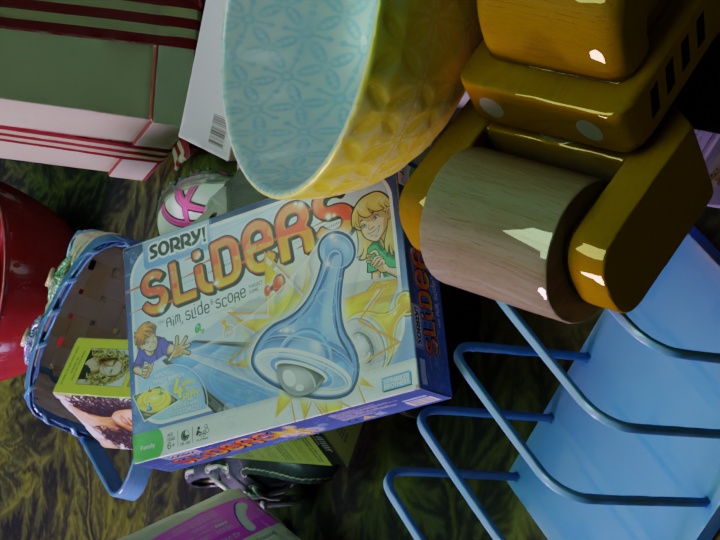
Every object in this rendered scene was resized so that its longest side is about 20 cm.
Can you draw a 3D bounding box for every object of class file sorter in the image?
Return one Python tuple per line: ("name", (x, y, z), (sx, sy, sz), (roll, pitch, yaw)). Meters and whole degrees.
("file sorter", (0.119, 0.081, 0.921), (0.139, 0.123, 0.200), (55, 127, 44))

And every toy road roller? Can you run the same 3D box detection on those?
("toy road roller", (0.099, -0.090, 0.821), (0.123, 0.146, 0.200), (18, 63, 39))

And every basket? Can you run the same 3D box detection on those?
("basket", (-0.176, 0.062, 1.300), (0.200, 0.139, 0.177), (30, 99, 57))

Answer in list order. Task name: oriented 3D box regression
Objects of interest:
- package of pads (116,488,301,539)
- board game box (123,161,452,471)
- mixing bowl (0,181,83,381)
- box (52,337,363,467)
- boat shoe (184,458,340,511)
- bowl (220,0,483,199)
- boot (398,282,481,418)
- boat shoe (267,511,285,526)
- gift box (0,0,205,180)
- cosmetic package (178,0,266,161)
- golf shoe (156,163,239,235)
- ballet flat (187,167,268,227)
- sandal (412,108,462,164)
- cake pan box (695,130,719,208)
("package of pads", (-0.070, 0.234, 1.090), (0.200, 0.154, 0.068), (37, 123, 27))
("board game box", (-0.047, 0.028, 0.975), (0.200, 0.034, 0.136), (-18, 67, 31))
("mixing bowl", (-0.314, 0.014, 1.549), (0.200, 0.108, 0.200), (-13, 74, 54))
("box", (-0.100, 0.086, 1.139), (0.200, 0.075, 0.050), (0, 54, 30))
("boat shoe", (-0.075, 0.139, 1.222), (0.200, 0.075, 0.062), (2, 84, 56))
("bowl", (0.012, -0.132, 0.909), (0.200, 0.108, 0.200), (-20, 68, 62))
("boot", (0.000, 0.000, 1.119), (0.150, 0.073, 0.200), (-8, 74, 40))
("boat shoe", (-0.067, 0.265, 1.196), (0.060, 0.072, 0.200), (-56, 39, 41))
("gift box", (-0.210, -0.172, 1.364), (0.200, 0.187, 0.185), (162, 113, -68))
("cosmetic package", (-0.047, -0.169, 1.026), (0.051, 0.082, 0.200), (27, 112, 37))
("golf shoe", (-0.092, -0.032, 1.278), (0.200, 0.073, 0.092), (-18, 70, 52))
("ballet flat", (-0.090, 0.007, 1.070), (0.067, 0.064, 0.200), (136, 144, -71))
("sandal", (0.017, -0.057, 1.001), (0.201, 0.057, 0.080), (-39, 71, 36))
("cake pan box", (0.185, -0.166, 0.933), (0.184, 0.052, 0.200), (53, 126, 42))
